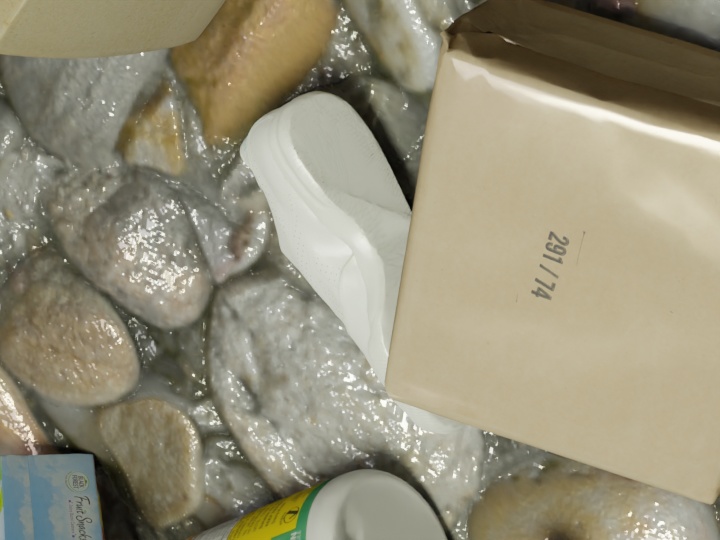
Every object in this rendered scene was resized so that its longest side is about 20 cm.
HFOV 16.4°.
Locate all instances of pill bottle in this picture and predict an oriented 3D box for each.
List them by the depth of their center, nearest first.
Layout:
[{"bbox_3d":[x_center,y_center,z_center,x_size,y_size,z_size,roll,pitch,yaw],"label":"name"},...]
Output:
[{"bbox_3d":[-0.051,0.195,1.449,0.200,0.113,0.113,-25,96,38],"label":"pill bottle"}]

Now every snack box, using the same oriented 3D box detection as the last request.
[{"bbox_3d":[-0.191,0.240,1.529,0.068,0.169,0.200,1,118,-11],"label":"snack box"}]

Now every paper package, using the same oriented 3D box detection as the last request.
[{"bbox_3d":[0.123,-0.014,1.232,0.190,0.103,0.200,18,119,16],"label":"paper package"}]

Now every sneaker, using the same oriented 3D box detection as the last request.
[{"bbox_3d":[0.000,0.000,1.365,0.088,0.075,0.200,-22,97,55],"label":"sneaker"}]

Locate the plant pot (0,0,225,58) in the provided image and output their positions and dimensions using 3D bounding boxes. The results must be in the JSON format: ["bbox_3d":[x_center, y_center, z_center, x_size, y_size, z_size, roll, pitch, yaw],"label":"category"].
[{"bbox_3d":[-0.157,-0.223,1.287,0.200,0.177,0.200,47,129,6],"label":"plant pot"}]
